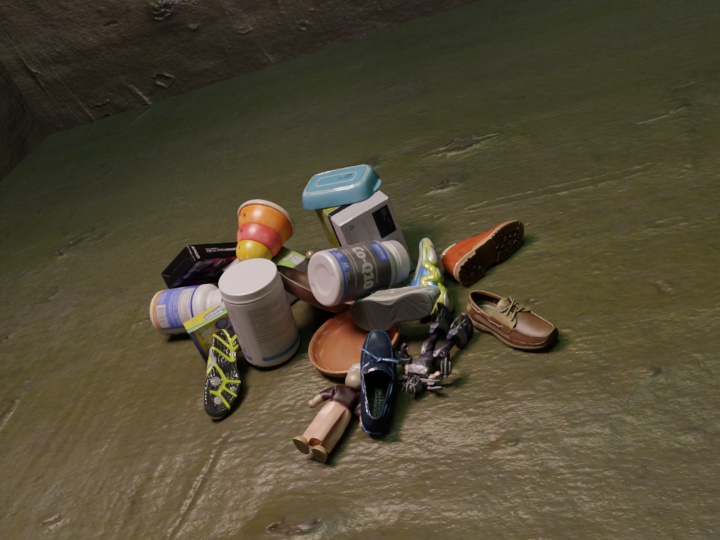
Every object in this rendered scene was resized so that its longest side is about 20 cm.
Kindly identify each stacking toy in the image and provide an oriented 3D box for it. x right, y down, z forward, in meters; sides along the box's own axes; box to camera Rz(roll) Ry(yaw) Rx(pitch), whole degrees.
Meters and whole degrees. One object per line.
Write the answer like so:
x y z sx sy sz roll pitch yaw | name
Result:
-0.247 -0.054 1.714 0.145 0.147 0.201 -4 51 27 | stacking toy

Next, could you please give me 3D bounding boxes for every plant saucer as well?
-0.105 0.045 1.599 0.200 0.199 0.035 32 100 52 | plant saucer
-0.009 0.150 1.489 0.198 0.038 0.201 -16 34 11 | plant saucer

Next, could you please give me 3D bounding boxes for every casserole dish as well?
-0.049 -0.192 1.634 0.198 0.039 0.122 -6 36 24 | casserole dish

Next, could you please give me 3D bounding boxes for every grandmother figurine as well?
-0.036 0.254 1.328 0.120 0.061 0.201 27 53 11 | grandmother figurine

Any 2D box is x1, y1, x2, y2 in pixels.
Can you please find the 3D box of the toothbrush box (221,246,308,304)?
-0.224 0.014 1.773 0.145 0.087 0.199 -37 36 -23 | toothbrush box

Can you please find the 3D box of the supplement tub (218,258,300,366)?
-0.211 0.091 1.535 0.130 0.202 0.132 -9 34 6 | supplement tub

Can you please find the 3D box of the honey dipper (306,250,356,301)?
-0.056 0.011 1.660 0.038 0.038 0.200 -37 54 -22 | honey dipper

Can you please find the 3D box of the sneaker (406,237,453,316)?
0.127 0.019 1.536 0.104 0.076 0.201 -22 45 12 | sneaker

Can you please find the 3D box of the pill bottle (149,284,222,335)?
-0.396 0.093 1.742 0.198 0.113 0.113 -8 35 22 | pill bottle

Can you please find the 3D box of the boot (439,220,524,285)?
0.263 -0.055 1.587 0.199 0.076 0.107 -33 29 -14 | boot

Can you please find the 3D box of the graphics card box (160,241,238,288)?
-0.385 -0.015 1.813 0.125 0.051 0.199 -40 -18 29 | graphics card box

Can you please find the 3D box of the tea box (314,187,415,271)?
0.003 -0.088 1.673 0.133 0.201 0.197 -29 31 -9 | tea box

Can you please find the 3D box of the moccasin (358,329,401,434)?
0.038 0.193 1.314 0.079 0.068 0.202 0 57 -4 | moccasin

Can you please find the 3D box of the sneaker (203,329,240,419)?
-0.291 0.226 1.534 0.075 0.077 0.202 10 50 -11 | sneaker

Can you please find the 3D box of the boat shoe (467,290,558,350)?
0.276 0.089 1.363 0.076 0.074 0.199 -41 36 -26 | boat shoe

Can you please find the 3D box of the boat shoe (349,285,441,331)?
0.067 0.071 1.449 0.201 0.075 0.065 -17 12 36 | boat shoe

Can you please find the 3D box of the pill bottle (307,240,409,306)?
0.000 0.000 1.510 0.199 0.115 0.113 -14 23 -37 | pill bottle

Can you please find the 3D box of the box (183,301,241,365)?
-0.281 0.120 1.626 0.199 0.118 0.048 -31 41 -13 | box

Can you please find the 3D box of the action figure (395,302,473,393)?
0.133 0.156 1.364 0.129 0.070 0.200 12 49 35 | action figure
